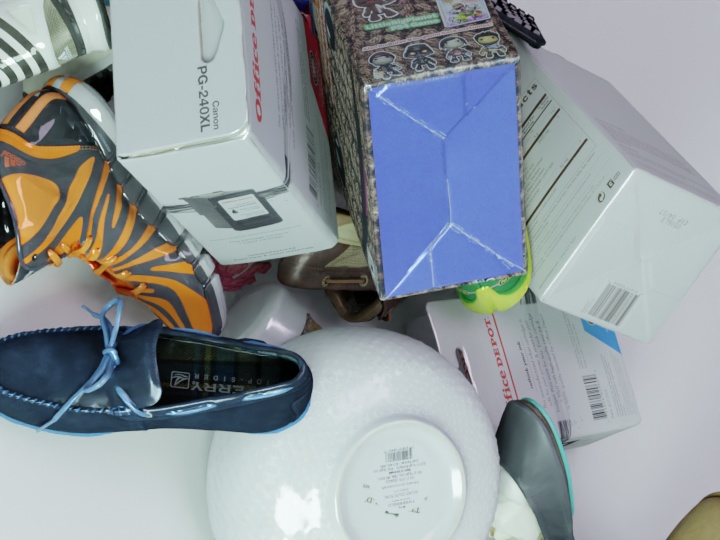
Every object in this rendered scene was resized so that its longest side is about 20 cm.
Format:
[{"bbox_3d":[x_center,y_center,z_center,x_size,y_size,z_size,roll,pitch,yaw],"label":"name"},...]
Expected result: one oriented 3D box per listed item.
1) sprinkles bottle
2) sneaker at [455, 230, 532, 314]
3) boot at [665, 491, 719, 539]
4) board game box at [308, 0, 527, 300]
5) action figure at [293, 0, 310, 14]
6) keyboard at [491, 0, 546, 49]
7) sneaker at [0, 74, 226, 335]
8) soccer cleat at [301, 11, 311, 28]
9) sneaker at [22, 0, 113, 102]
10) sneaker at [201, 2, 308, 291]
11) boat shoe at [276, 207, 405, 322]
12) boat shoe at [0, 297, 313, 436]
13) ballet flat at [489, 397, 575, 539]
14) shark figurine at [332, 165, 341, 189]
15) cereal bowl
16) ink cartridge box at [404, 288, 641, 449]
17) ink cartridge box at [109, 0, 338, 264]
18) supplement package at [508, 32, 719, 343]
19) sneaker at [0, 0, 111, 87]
[{"bbox_3d":[-0.011,0.095,1.456,0.200,0.068,0.068,44,46,-22],"label":"sprinkles bottle"},{"bbox_3d":[0.077,-0.071,1.520,0.084,0.074,0.201,48,27,-62],"label":"sneaker"},{"bbox_3d":[0.179,0.238,1.522,0.199,0.176,0.066,-1,33,-47],"label":"boot"},{"bbox_3d":[0.033,-0.108,1.381,0.200,0.096,0.160,-109,-169,-53],"label":"board game box"},{"bbox_3d":[-0.081,-0.233,1.470,0.199,0.099,0.066,24,75,8],"label":"action figure"},{"bbox_3d":[0.051,-0.233,1.586,0.199,0.040,0.104,31,11,-16],"label":"keyboard"},{"bbox_3d":[-0.170,-0.011,1.351,0.112,0.077,0.201,-46,114,-29],"label":"sneaker"},{"bbox_3d":[-0.053,-0.177,1.534,0.068,0.073,0.201,2,70,-45],"label":"soccer cleat"},{"bbox_3d":[-0.147,-0.184,1.405,0.199,0.070,0.094,-36,84,-8],"label":"sneaker"},{"bbox_3d":[-0.084,-0.084,1.465,0.080,0.074,0.202,27,69,-53],"label":"sneaker"},{"bbox_3d":[0.000,0.000,1.506,0.200,0.072,0.072,17,91,-65],"label":"boat shoe"},{"bbox_3d":[-0.126,0.053,1.299,0.198,0.069,0.085,-2,66,-12],"label":"boat shoe"},{"bbox_3d":[0.114,0.174,1.503,0.201,0.073,0.073,74,29,-44],"label":"ballet flat"},{"bbox_3d":[0.019,-0.172,1.610,0.215,0.089,0.129,-47,140,-38],"label":"shark figurine"},{"bbox_3d":[0.007,0.137,1.384,0.199,0.083,0.202,-3,96,-26],"label":"cereal bowl"},{"bbox_3d":[0.106,0.077,1.583,0.199,0.068,0.117,-5,74,-47],"label":"ink cartridge box"},{"bbox_3d":[-0.081,-0.105,1.308,0.200,0.083,0.146,51,32,-67],"label":"ink cartridge box"},{"bbox_3d":[0.158,-0.062,1.597,0.121,0.120,0.200,21,23,-37],"label":"supplement package"},{"bbox_3d":[-0.240,-0.192,1.351,0.115,0.076,0.201,-25,55,-10],"label":"sneaker"}]
